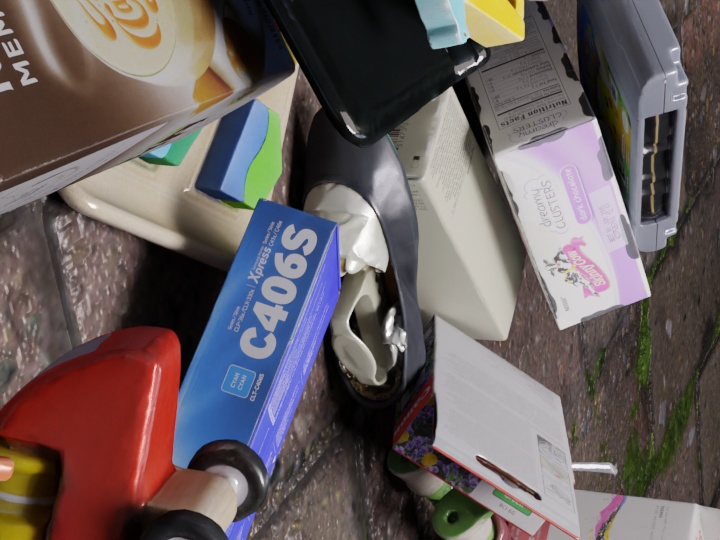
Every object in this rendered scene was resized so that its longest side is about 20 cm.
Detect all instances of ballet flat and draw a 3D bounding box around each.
[{"bbox_3d":[0.000,0.000,0.836,0.073,0.073,0.201,-55,142,-49],"label":"ballet flat"}]

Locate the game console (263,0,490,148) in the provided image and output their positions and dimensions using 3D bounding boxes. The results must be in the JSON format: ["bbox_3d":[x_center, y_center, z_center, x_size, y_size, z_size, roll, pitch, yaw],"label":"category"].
[{"bbox_3d":[-0.042,-0.151,0.616,0.116,0.176,0.201,-32,99,-23],"label":"game console"}]

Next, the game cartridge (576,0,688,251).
[{"bbox_3d":[0.180,-0.118,0.944,0.200,0.040,0.134,74,4,-57],"label":"game cartridge"}]

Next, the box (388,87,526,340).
[{"bbox_3d":[0.050,-0.036,0.936,0.200,0.068,0.082,59,41,-51],"label":"box"}]

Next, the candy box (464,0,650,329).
[{"bbox_3d":[0.127,-0.089,0.985,0.200,0.071,0.168,-102,170,-48],"label":"candy box"}]

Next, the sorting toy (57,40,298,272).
[{"bbox_3d":[-0.074,-0.107,0.699,0.185,0.036,0.201,26,69,-63],"label":"sorting toy"}]

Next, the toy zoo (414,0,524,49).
[{"bbox_3d":[0.037,-0.183,0.581,0.131,0.020,0.201,32,57,-57],"label":"toy zoo"}]

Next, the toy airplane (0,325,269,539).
[{"bbox_3d":[-0.139,0.121,0.503,0.200,0.141,0.200,-60,-179,-27],"label":"toy airplane"}]

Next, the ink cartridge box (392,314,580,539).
[{"bbox_3d":[0.077,0.109,0.888,0.050,0.109,0.200,-54,-172,18],"label":"ink cartridge box"}]

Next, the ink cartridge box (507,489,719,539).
[{"bbox_3d":[0.235,0.250,1.209,0.117,0.199,0.068,63,38,-47],"label":"ink cartridge box"}]

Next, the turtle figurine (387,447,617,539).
[{"bbox_3d":[0.119,0.173,1.002,0.194,0.199,0.144,50,33,-44],"label":"turtle figurine"}]

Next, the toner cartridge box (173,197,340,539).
[{"bbox_3d":[-0.062,0.075,0.674,0.095,0.043,0.201,87,22,-69],"label":"toner cartridge box"}]

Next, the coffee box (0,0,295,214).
[{"bbox_3d":[-0.120,-0.089,0.513,0.115,0.080,0.200,63,30,-6],"label":"coffee box"}]

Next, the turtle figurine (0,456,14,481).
[{"bbox_3d":[-0.162,-0.031,0.386,0.200,0.064,0.162,28,96,-23],"label":"turtle figurine"}]
